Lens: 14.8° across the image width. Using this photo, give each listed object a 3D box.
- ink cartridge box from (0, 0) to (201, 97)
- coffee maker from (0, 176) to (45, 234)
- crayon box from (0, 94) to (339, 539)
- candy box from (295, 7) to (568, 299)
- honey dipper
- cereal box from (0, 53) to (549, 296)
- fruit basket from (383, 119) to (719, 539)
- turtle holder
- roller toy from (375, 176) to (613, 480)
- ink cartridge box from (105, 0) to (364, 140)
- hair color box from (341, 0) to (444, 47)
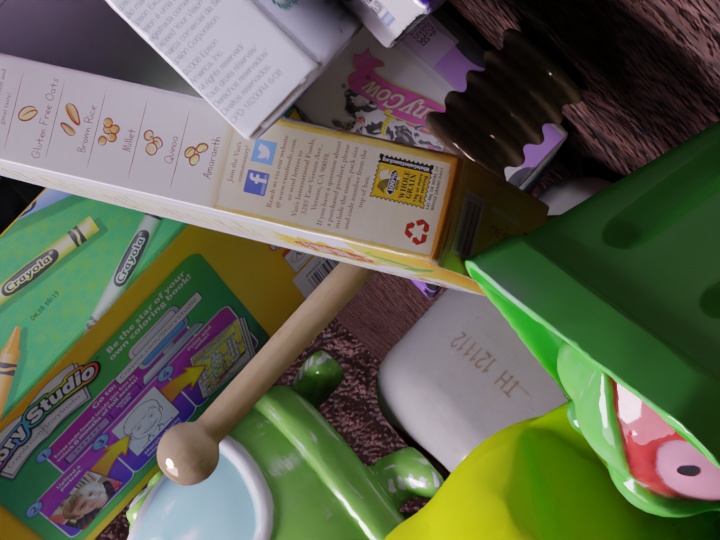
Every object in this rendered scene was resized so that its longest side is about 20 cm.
[{"bbox_3d":[-0.128,-0.161,0.962,0.200,0.084,0.176,12,-140,-58],"label":"ink cartridge box"},{"bbox_3d":[-0.125,-0.004,1.193,0.192,0.200,0.135,45,177,-19],"label":"coffee maker"},{"bbox_3d":[-0.092,0.018,1.068,0.058,0.200,0.119,41,173,28],"label":"crayon box"},{"bbox_3d":[-0.002,-0.077,1.153,0.168,0.072,0.200,45,176,3],"label":"candy box"},{"bbox_3d":[0.000,0.000,0.981,0.038,0.200,0.038,41,179,1],"label":"honey dipper"},{"bbox_3d":[-0.048,-0.034,0.907,0.199,0.040,0.144,14,179,14],"label":"cereal box"},{"bbox_3d":[0.097,0.081,0.852,0.216,0.216,0.155,48,175,-38],"label":"fruit basket"},{"bbox_3d":[-0.036,0.114,1.099,0.186,0.132,0.141,49,170,33],"label":"turtle holder"},{"bbox_3d":[0.103,0.071,1.086,0.200,0.140,0.182,45,176,-9],"label":"roller toy"},{"bbox_3d":[-0.071,-0.145,0.872,0.200,0.043,0.196,44,-159,-4],"label":"ink cartridge box"},{"bbox_3d":[-0.035,-0.157,0.769,0.200,0.065,0.109,47,176,-3],"label":"hair color box"}]
